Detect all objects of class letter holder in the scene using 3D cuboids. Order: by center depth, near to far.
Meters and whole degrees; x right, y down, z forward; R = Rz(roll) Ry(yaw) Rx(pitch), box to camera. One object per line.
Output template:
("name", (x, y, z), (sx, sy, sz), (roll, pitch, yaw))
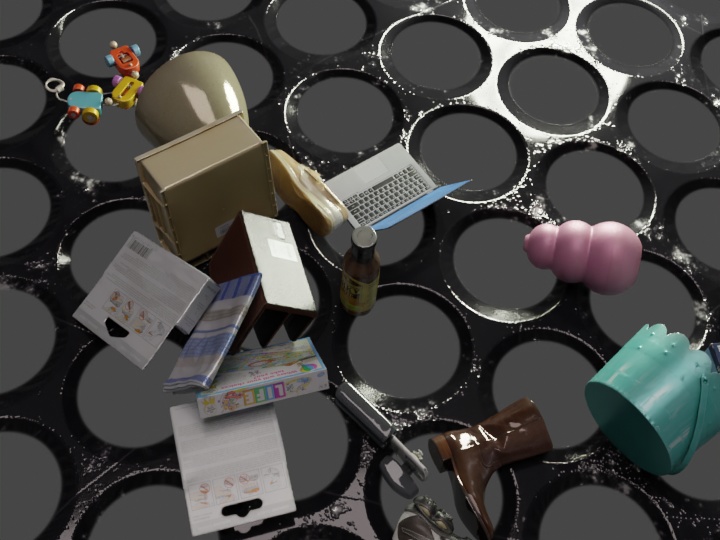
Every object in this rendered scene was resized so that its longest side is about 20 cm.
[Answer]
("letter holder", (-0.167, 0.031, 1.474), (0.099, 0.143, 0.202), (12, 42, -35))

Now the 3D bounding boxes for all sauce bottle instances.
("sauce bottle", (0.000, 0.000, 1.446), (0.063, 0.201, 0.066), (1, 57, -2))

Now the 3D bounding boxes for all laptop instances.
("laptop", (0.060, -0.155, 1.595), (0.185, 0.117, 0.201), (-29, 66, -21))

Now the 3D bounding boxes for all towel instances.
("towel", (-0.227, 0.097, 1.368), (0.024, 0.146, 0.203), (36, 63, -25))

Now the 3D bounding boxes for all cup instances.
("cup", (-0.273, -0.254, 1.565), (0.198, 0.202, 0.144), (-28, 60, -20))

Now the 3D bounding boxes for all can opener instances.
("can opener", (0.028, 0.257, 1.379), (0.066, 0.053, 0.200), (-35, 68, -22))

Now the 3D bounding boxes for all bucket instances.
("bucket", (0.452, 0.201, 1.372), (0.134, 0.208, 0.208), (-36, 68, -14))

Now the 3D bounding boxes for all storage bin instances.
("storage bin", (-0.249, -0.128, 1.503), (0.198, 0.201, 0.094), (-29, 53, -21))

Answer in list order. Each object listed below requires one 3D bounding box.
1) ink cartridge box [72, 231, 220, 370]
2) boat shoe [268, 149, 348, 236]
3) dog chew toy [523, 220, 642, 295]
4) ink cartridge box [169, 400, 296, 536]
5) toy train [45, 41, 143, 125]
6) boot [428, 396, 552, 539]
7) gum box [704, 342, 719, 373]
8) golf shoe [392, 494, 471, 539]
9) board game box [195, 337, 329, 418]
("ink cartridge box", (-0.345, 0.051, 1.442), (0.198, 0.044, 0.175), (28, 78, 33))
("boat shoe", (-0.096, -0.145, 1.606), (0.068, 0.074, 0.201), (-25, 65, -33))
("dog chew toy", (0.380, -0.030, 1.552), (0.196, 0.125, 0.126), (11, 58, 10))
("ink cartridge box", (-0.192, 0.286, 1.348), (0.157, 0.048, 0.203), (-11, 63, -12))
("toy train", (-0.484, -0.346, 1.697), (0.199, 0.056, 0.150), (-34, 66, -26))
("boot", (0.226, 0.299, 1.371), (0.196, 0.065, 0.188), (-16, 60, -19))
("gum box", (0.692, 0.197, 1.484), (0.196, 0.045, 0.173), (-4, 58, -9))
("golf shoe", (0.133, 0.419, 1.290), (0.199, 0.078, 0.095), (39, 80, 19))
("board game box", (-0.158, 0.162, 1.384), (0.196, 0.035, 0.135), (-11, 19, -11))
